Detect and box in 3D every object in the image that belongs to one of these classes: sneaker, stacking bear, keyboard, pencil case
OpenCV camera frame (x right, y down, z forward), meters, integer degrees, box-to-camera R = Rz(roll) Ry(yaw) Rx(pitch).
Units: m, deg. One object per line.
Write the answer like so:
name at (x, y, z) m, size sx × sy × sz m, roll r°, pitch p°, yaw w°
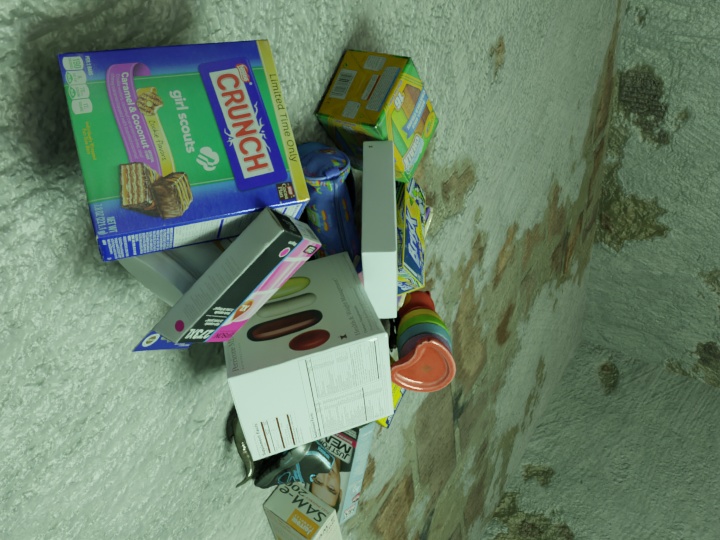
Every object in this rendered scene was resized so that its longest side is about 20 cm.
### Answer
sneaker at (-0.113, 0.323, 0.935) m, size 0.200 × 0.081 × 0.074 m, roll -46°, pitch -167°, yaw 49°
stacking bear at (0.114, 0.118, 1.100) m, size 0.112 × 0.203 × 0.121 m, roll 34°, pitch 119°, yaw -25°
keyboard at (0.077, 0.101, 1.184) m, size 0.126 × 0.020 × 0.207 m, roll 18°, pitch 64°, yaw -65°
pencil case at (-0.040, -0.073, 0.846) m, size 0.077 × 0.087 × 0.205 m, roll -27°, pitch 130°, yaw -22°

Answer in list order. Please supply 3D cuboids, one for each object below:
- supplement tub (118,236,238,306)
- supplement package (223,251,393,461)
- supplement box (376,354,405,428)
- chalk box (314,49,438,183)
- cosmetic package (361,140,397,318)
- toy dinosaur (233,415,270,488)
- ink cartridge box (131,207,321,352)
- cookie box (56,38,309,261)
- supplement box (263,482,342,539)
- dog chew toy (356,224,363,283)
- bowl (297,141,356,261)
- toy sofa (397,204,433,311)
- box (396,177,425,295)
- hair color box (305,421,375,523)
supplement tub at (-0.170, -0.063, 0.660) m, size 0.203 × 0.142 × 0.146 m, roll -57°, pitch 146°, yaw -22°
supplement package at (-0.078, 0.106, 0.779) m, size 0.194 × 0.193 × 0.151 m, roll -15°, pitch 126°, yaw -11°
supplement box at (0.006, 0.208, 1.116) m, size 0.111 × 0.107 × 0.201 m, roll -60°, pitch 147°, yaw -17°
chalk box at (0.040, -0.231, 0.927) m, size 0.127 × 0.121 × 0.200 m, roll -64°, pitch 148°, yaw -11°
cosmetic package at (0.028, -0.059, 0.830) m, size 0.153 × 0.050 × 0.205 m, roll 82°, pitch 8°, yaw -54°
toy dinosaur at (-0.163, 0.233, 0.913) m, size 0.203 × 0.076 × 0.103 m, roll -56°, pitch 134°, yaw -15°
ink cartridge box at (-0.132, 0.024, 0.582) m, size 0.199 × 0.037 × 0.094 m, roll -43°, pitch 164°, yaw 11°
cookie box at (-0.165, -0.119, 0.555) m, size 0.195 × 0.075 × 0.176 m, roll -13°, pitch 82°, yaw -23°
supplement box at (-0.099, 0.502, 1.086) m, size 0.073 × 0.124 × 0.205 m, roll -41°, pitch 139°, yaw -37°
dog chew toy at (0.000, 0.000, 0.995) m, size 0.203 × 0.121 × 0.126 m, roll -63°, pitch 149°, yaw -29°
bowl at (-0.073, -0.094, 0.899) m, size 0.199 × 0.039 × 0.207 m, roll -33°, pitch 132°, yaw -46°
toy sofa at (0.067, -0.034, 1.082) m, size 0.098 × 0.080 × 0.206 m, roll 24°, pitch 85°, yaw -89°
box at (0.067, -0.064, 0.968) m, size 0.070 × 0.063 × 0.205 m, roll 39°, pitch 43°, yaw -40°
hair color box at (-0.044, 0.377, 1.133) m, size 0.060 × 0.097 × 0.207 m, roll -6°, pitch 110°, yaw -56°
